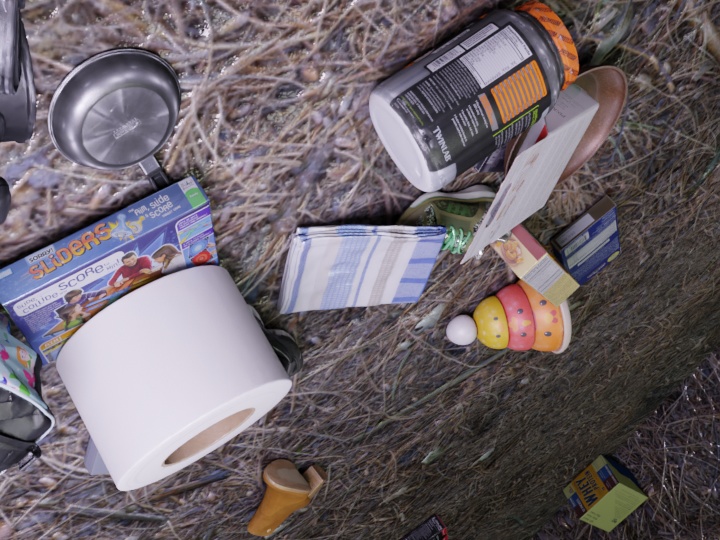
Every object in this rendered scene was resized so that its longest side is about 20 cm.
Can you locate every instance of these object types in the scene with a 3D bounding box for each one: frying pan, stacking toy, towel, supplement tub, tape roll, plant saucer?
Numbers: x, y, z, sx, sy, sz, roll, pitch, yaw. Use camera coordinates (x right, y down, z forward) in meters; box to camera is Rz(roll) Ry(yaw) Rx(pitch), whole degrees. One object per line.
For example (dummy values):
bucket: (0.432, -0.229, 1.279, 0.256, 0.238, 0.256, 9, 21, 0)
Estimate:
frying pan: (-0.202, -0.100, 0.720, 0.114, 0.031, 0.192, -20, 143, -28)
stacking toy: (0.237, 0.087, 1.410, 0.196, 0.148, 0.147, -15, 147, -9)
towel: (0.000, 0.000, 1.034, 0.196, 0.024, 0.148, -3, 139, -21)
supplement tub: (0.117, -0.182, 0.869, 0.198, 0.123, 0.123, -34, 151, -9)
tape roll: (-0.186, 0.110, 0.863, 0.201, 0.140, 0.203, -32, 166, -9)
plant saucer: (0.253, -0.182, 1.081, 0.198, 0.037, 0.202, -27, 148, -19)

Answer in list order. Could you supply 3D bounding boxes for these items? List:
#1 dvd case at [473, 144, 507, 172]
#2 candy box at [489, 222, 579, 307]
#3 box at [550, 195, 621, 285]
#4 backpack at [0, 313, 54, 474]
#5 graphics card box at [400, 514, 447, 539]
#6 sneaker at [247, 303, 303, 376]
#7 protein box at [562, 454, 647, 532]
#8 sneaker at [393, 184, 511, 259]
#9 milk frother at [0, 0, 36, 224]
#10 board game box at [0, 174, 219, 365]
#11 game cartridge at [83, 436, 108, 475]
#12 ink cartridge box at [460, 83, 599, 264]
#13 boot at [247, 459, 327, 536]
dvd case: (0.247, -0.193, 1.113, 0.198, 0.016, 0.150, -7, 137, -43)
candy box: (0.246, -0.022, 1.248, 0.055, 0.116, 0.199, -44, 151, 11)
box: (0.397, -0.041, 1.481, 0.121, 0.033, 0.200, -39, 150, 0)
backpack: (-0.366, 0.093, 0.667, 0.177, 0.151, 0.200, -37, 146, 5)
graphics card box: (0.142, 0.745, 2.278, 0.198, 0.051, 0.126, -34, 151, -11)
sneaker: (-0.113, 0.112, 1.051, 0.066, 0.091, 0.200, -37, 151, 1)
protein box: (0.882, 0.806, 3.063, 0.197, 0.136, 0.200, 29, 111, -34)
sneaker: (0.122, -0.052, 1.091, 0.198, 0.089, 0.078, -18, 146, -33)
milk frother: (-0.270, -0.121, 0.446, 0.186, 0.181, 0.201, -18, 149, -33)
board game box: (-0.230, 0.002, 0.801, 0.198, 0.035, 0.136, -29, 157, -19)
game cartridge: (-0.245, 0.188, 1.066, 0.198, 0.041, 0.134, -12, 138, -40)
ink cartridge box: (0.180, -0.112, 0.967, 0.199, 0.050, 0.162, -30, 152, -42)
boot: (-0.144, 0.391, 1.428, 0.144, 0.071, 0.201, -46, 156, 8)
